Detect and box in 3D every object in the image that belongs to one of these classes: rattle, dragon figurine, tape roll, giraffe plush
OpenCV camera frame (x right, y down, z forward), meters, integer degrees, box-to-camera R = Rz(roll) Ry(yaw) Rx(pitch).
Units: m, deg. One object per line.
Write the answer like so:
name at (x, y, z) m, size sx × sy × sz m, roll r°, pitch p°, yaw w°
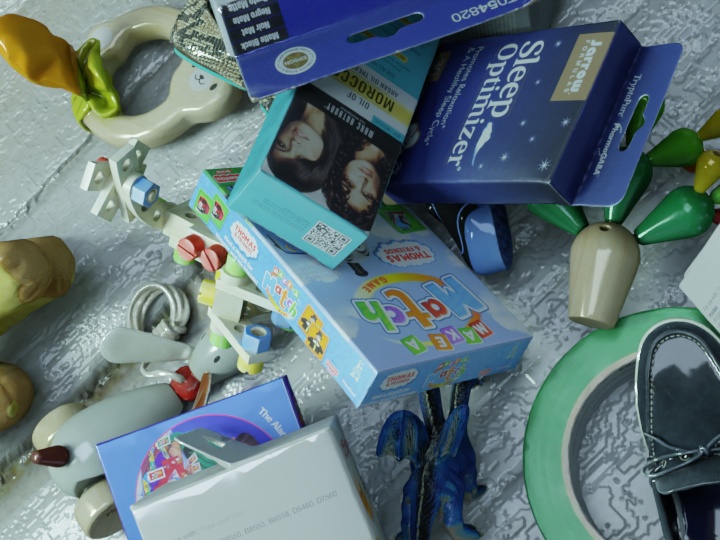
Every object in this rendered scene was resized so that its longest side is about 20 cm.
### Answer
rattle at (-0.155, -0.173, 0.963) m, size 0.200 × 0.143 × 0.130 m, roll 6°, pitch 57°, yaw 25°
dragon figurine at (0.046, 0.123, 0.807) m, size 0.059 × 0.200 × 0.100 m, roll -5°, pitch 111°, yaw 18°
tape roll at (0.207, 0.125, 0.803) m, size 0.200 × 0.048 × 0.201 m, roll -5°, pitch 73°, yaw 16°
giraffe plush at (-0.311, 0.066, 0.942) m, size 0.200 × 0.173 × 0.163 m, roll -8°, pitch 93°, yaw 4°

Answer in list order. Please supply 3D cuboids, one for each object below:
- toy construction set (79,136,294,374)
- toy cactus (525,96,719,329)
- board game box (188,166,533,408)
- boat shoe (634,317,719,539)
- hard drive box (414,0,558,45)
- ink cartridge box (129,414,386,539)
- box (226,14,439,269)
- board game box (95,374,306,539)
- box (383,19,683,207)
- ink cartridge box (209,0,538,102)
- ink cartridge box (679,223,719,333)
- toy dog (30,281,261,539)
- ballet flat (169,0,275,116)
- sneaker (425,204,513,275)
toy construction set at (-0.109, -0.016, 0.898) m, size 0.200 × 0.131 × 0.092 m, roll 39°, pitch 126°, yaw 14°
toy cactus at (0.169, -0.043, 0.831) m, size 0.200 × 0.102 × 0.165 m, roll 13°, pitch 80°, yaw 13°
board game box at (0.000, 0.000, 0.835) m, size 0.200 × 0.151 × 0.037 m, roll 49°, pitch 127°, yaw 29°
boat shoe at (0.208, 0.121, 0.746) m, size 0.074 × 0.062 × 0.200 m, roll -11°, pitch 69°, yaw 16°
hard drive box at (0.050, -0.240, 0.918) m, size 0.200 × 0.077 × 0.156 m, roll 11°, pitch 54°, yaw 20°
ink cartridge box at (-0.045, 0.181, 0.747) m, size 0.125 × 0.129 × 0.200 m, roll -21°, pitch 87°, yaw -2°
box at (-0.012, -0.105, 0.817) m, size 0.082 × 0.049 × 0.200 m, roll 31°, pitch 52°, yaw -15°
board game box at (-0.079, 0.187, 0.834) m, size 0.134 × 0.045 × 0.200 m, roll -20°, pitch 87°, yaw -1°
box at (0.100, -0.098, 0.793) m, size 0.200 × 0.032 × 0.121 m, roll 5°, pitch 63°, yaw 48°
ink cartridge box at (-0.007, -0.212, 0.822) m, size 0.199 × 0.041 × 0.200 m, roll -20°, pitch 45°, yaw -4°
ink cartridge box at (0.318, 0.031, 0.749) m, size 0.147 × 0.083 × 0.200 m, roll -27°, pitch 65°, yaw -22°
toy dog at (-0.167, 0.098, 0.904) m, size 0.132 × 0.096 × 0.200 m, roll 26°, pitch 83°, yaw 22°
ballet flat at (-0.057, -0.146, 0.899) m, size 0.200 × 0.068 × 0.075 m, roll 39°, pitch 120°, yaw 19°
sneaker at (0.052, -0.078, 0.906) m, size 0.078 × 0.070 × 0.200 m, roll -21°, pitch 62°, yaw 14°
